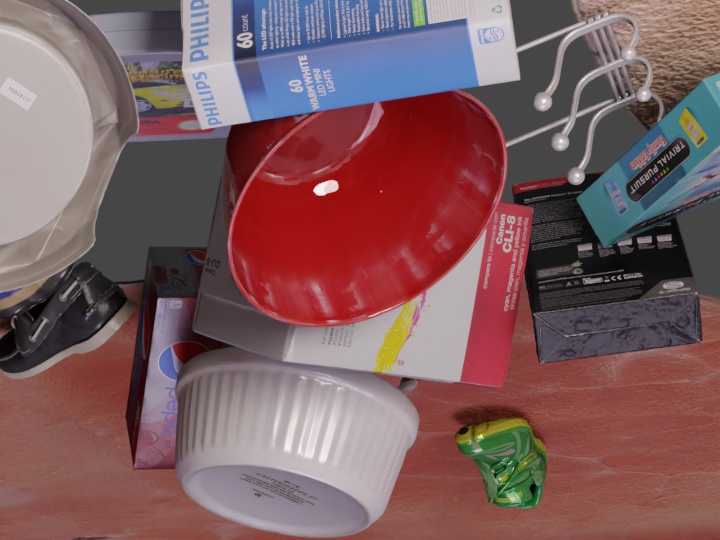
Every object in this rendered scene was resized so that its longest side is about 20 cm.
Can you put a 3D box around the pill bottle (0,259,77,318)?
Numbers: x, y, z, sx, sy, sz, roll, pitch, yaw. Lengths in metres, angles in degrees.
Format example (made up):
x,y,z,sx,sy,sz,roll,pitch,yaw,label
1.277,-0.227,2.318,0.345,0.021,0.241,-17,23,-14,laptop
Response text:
x,y,z,sx,sy,sz,roll,pitch,yaw,label
-0.285,-0.061,1.433,0.112,0.112,0.200,-17,140,26,pill bottle

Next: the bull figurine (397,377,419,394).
x,y,z,sx,sy,sz,roll,pitch,yaw,label
0.039,0.051,1.775,0.065,0.121,0.200,49,172,-19,bull figurine

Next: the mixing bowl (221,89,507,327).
x,y,z,sx,sy,sz,roll,pitch,yaw,label
-0.015,-0.073,1.407,0.200,0.108,0.200,-18,137,-17,mixing bowl

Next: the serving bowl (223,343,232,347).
x,y,z,sx,sy,sz,roll,pitch,yaw,label
-0.069,0.114,1.896,0.200,0.066,0.200,24,177,1,serving bowl

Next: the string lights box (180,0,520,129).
x,y,z,sx,sy,sz,roll,pitch,yaw,label
-0.008,-0.157,1.302,0.200,0.103,0.059,-8,142,6,string lights box

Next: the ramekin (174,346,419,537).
x,y,z,sx,sy,sz,roll,pitch,yaw,label
-0.059,0.145,1.711,0.202,0.094,0.202,10,155,5,ramekin

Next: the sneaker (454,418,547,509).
x,y,z,sx,sy,sz,roll,pitch,yaw,label
0.163,0.213,2.313,0.074,0.084,0.200,-14,156,21,sneaker

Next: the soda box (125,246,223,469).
x,y,z,sx,sy,sz,roll,pitch,yaw,label
-0.156,0.077,1.792,0.063,0.070,0.200,0,130,-15,soda box

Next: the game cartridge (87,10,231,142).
x,y,z,sx,sy,sz,roll,pitch,yaw,label
-0.144,-0.130,1.436,0.200,0.041,0.133,-3,154,-8,game cartridge

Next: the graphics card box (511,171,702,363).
x,y,z,sx,sy,sz,roll,pitch,yaw,label
0.187,-0.008,1.628,0.125,0.200,0.051,-8,120,3,graphics card box

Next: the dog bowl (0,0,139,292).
x,y,z,sx,sy,sz,roll,pitch,yaw,label
-0.241,-0.088,1.328,0.200,0.200,0.059,2,-166,-20,dog bowl

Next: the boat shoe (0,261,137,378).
x,y,z,sx,sy,sz,roll,pitch,yaw,label
-0.265,0.041,1.815,0.068,0.072,0.200,44,145,-16,boat shoe

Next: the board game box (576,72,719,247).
x,y,z,sx,sy,sz,roll,pitch,yaw,label
0.268,-0.097,1.542,0.151,0.047,0.200,-22,167,-28,board game box

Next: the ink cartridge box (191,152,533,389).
x,y,z,sx,sy,sz,roll,pitch,yaw,label
0.000,0.000,1.594,0.200,0.145,0.145,8,-177,-35,ink cartridge box

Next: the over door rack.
x,y,z,sx,sy,sz,roll,pitch,yaw,label
0.112,-0.110,1.513,0.200,0.067,0.148,-11,157,12,over door rack
